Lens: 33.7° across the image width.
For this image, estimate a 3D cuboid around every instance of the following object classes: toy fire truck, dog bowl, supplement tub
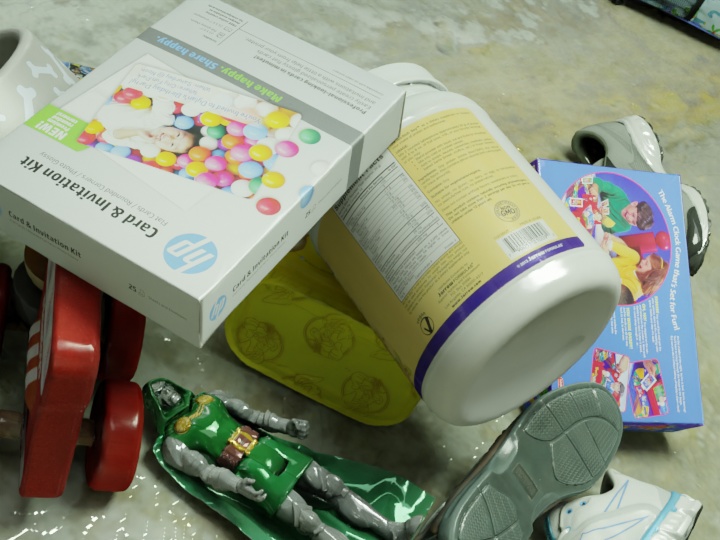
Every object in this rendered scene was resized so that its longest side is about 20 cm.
[{"bbox_3d":[-0.176,0.026,0.704,0.111,0.169,0.202,10,44,-19],"label":"toy fire truck"},{"bbox_3d":[-0.266,-0.080,0.749,0.059,0.198,0.201,58,32,-29],"label":"dog bowl"},{"bbox_3d":[0.054,-0.020,0.758,0.144,0.146,0.201,-14,55,-37],"label":"supplement tub"}]

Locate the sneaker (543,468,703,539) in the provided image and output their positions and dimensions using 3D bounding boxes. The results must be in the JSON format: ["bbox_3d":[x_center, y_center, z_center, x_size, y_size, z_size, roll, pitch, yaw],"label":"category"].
[{"bbox_3d":[0.150,0.201,0.790,0.086,0.076,0.199,29,37,22],"label":"sneaker"}]

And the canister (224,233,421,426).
[{"bbox_3d":[0.000,0.000,0.887,0.147,0.087,0.201,27,40,-3],"label":"canister"}]

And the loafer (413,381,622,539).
[{"bbox_3d":[0.104,0.139,0.808,0.199,0.063,0.073,-33,95,-40],"label":"loafer"}]

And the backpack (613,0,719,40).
[{"bbox_3d":[0.428,-0.377,1.446,0.198,0.148,0.184,28,43,-4],"label":"backpack"}]

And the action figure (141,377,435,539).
[{"bbox_3d":[-0.058,0.129,0.756,0.198,0.055,0.118,30,44,9],"label":"action figure"}]

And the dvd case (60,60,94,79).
[{"bbox_3d":[-0.250,-0.116,0.920,0.197,0.018,0.144,10,45,-20],"label":"dvd case"}]

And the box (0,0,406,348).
[{"bbox_3d":[-0.090,-0.067,0.659,0.155,0.041,0.200,28,52,18],"label":"box"}]

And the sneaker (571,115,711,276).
[{"bbox_3d":[0.260,-0.067,1.111,0.078,0.075,0.201,-5,44,-19],"label":"sneaker"}]

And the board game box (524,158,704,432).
[{"bbox_3d":[0.191,0.022,0.925,0.132,0.045,0.203,4,75,-20],"label":"board game box"}]
